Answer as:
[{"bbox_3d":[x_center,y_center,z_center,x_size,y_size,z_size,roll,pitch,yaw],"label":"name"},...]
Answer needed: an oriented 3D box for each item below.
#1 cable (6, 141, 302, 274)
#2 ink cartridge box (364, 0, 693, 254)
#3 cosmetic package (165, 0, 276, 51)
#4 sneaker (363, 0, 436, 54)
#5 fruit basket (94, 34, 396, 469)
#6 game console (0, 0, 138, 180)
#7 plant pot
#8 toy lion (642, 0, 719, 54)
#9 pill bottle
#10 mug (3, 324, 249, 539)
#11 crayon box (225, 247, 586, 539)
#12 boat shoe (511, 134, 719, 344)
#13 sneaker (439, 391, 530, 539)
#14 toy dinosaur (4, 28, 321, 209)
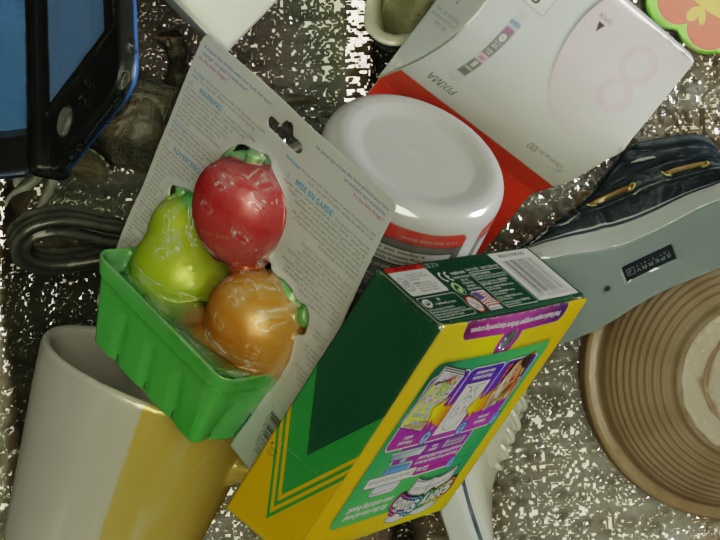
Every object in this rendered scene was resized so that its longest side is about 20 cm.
[{"bbox_3d":[-0.122,-0.029,1.664,0.200,0.097,0.050,-10,53,-5],"label":"cable"},{"bbox_3d":[0.091,-0.101,1.644,0.163,0.057,0.200,33,94,-39],"label":"ink cartridge box"},{"bbox_3d":[-0.047,-0.232,1.601,0.081,0.113,0.200,43,92,-14],"label":"cosmetic package"},{"bbox_3d":[0.062,-0.217,1.628,0.067,0.090,0.200,33,112,10],"label":"sneaker"},{"bbox_3d":[-0.069,-0.007,1.551,0.185,0.094,0.200,42,114,33],"label":"fruit basket"},{"bbox_3d":[-0.221,-0.162,1.593,0.118,0.171,0.200,10,58,-26],"label":"game console"},{"bbox_3d":[0.245,0.067,1.692,0.201,0.093,0.201,0,96,-3],"label":"plant pot"},{"bbox_3d":[0.244,-0.241,1.688,0.192,0.069,0.200,-44,96,8],"label":"toy lion"},{"bbox_3d":[0.000,0.000,1.611,0.116,0.116,0.200,23,128,-5],"label":"pill bottle"},{"bbox_3d":[-0.142,0.139,1.640,0.149,0.187,0.153,11,105,-42],"label":"mug"},{"bbox_3d":[0.029,0.075,1.550,0.058,0.200,0.173,41,111,20],"label":"crayon box"},{"bbox_3d":[0.152,-0.019,1.678,0.200,0.091,0.071,-20,125,-1],"label":"boat shoe"},{"bbox_3d":[0.075,0.093,1.691,0.071,0.073,0.200,-8,94,3],"label":"sneaker"},{"bbox_3d":[-0.128,-0.098,1.674,0.200,0.077,0.102,-3,114,-10],"label":"toy dinosaur"}]
